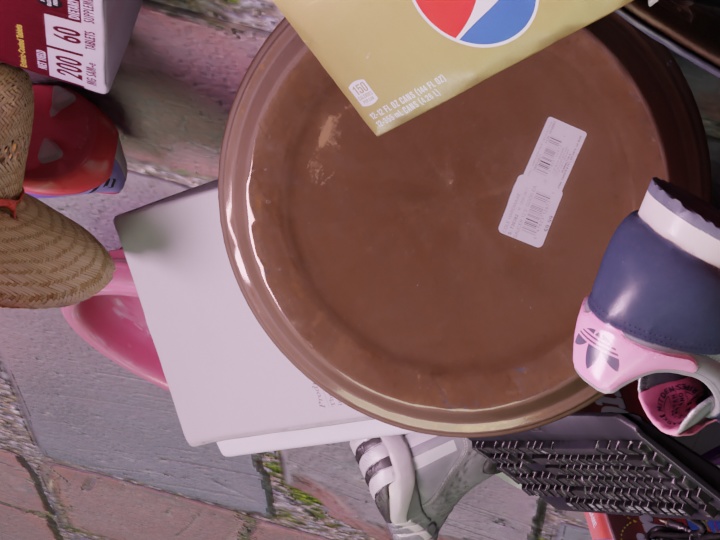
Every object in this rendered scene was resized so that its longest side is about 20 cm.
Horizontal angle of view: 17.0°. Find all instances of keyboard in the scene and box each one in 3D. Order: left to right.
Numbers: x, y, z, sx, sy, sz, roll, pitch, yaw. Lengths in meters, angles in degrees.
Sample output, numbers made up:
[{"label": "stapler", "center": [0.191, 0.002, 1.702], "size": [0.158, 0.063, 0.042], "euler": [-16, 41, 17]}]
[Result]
[{"label": "keyboard", "center": [0.122, 0.100, 1.072], "size": [0.127, 0.021, 0.200], "euler": [32, 168, -13]}]

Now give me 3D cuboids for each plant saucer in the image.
[{"label": "plant saucer", "center": [-0.069, 0.033, 1.360], "size": [0.200, 0.051, 0.201], "euler": [19, 161, 7]}, {"label": "plant saucer", "center": [0.039, -0.030, 0.957], "size": [0.200, 0.201, 0.029], "euler": [15, -170, 6]}]

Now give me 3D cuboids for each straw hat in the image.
[{"label": "straw hat", "center": [-0.188, -0.060, 1.073], "size": [0.201, 0.085, 0.201], "euler": [18, -165, -5]}]

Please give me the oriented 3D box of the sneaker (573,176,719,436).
[{"label": "sneaker", "center": [0.147, 0.031, 0.941], "size": [0.200, 0.082, 0.070], "euler": [27, -171, -47]}]

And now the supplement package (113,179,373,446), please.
[{"label": "supplement package", "center": [0.000, 0.000, 1.092], "size": [0.117, 0.117, 0.200], "euler": [-23, -173, -38]}]

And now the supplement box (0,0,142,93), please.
[{"label": "supplement box", "center": [-0.192, -0.148, 1.012], "size": [0.200, 0.061, 0.109], "euler": [18, 160, 2]}]

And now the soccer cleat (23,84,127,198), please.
[{"label": "soccer cleat", "center": [-0.214, -0.068, 1.223], "size": [0.200, 0.067, 0.076], "euler": [6, 161, 19]}]

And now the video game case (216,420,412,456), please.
[{"label": "video game case", "center": [0.052, 0.049, 1.199], "size": [0.182, 0.023, 0.200], "euler": [-21, -175, -38]}]

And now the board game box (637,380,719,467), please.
[{"label": "board game box", "center": [0.214, 0.073, 1.133], "size": [0.103, 0.105, 0.200], "euler": [-30, 141, 14]}]

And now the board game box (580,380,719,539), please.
[{"label": "board game box", "center": [0.159, 0.120, 1.214], "size": [0.103, 0.200, 0.019], "euler": [10, 128, -21]}]

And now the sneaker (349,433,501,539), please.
[{"label": "sneaker", "center": [0.060, 0.100, 1.305], "size": [0.115, 0.075, 0.200], "euler": [-24, 170, -1]}]

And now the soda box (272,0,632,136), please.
[{"label": "soda box", "center": [0.070, -0.120, 0.776], "size": [0.200, 0.068, 0.064], "euler": [-27, 109, 37]}]

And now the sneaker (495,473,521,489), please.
[{"label": "sneaker", "center": [0.148, 0.089, 1.346], "size": [0.200, 0.073, 0.085], "euler": [19, 130, 14]}]

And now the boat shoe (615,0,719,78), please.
[{"label": "boat shoe", "center": [0.093, -0.120, 0.860], "size": [0.200, 0.062, 0.075], "euler": [29, 155, -28]}]
